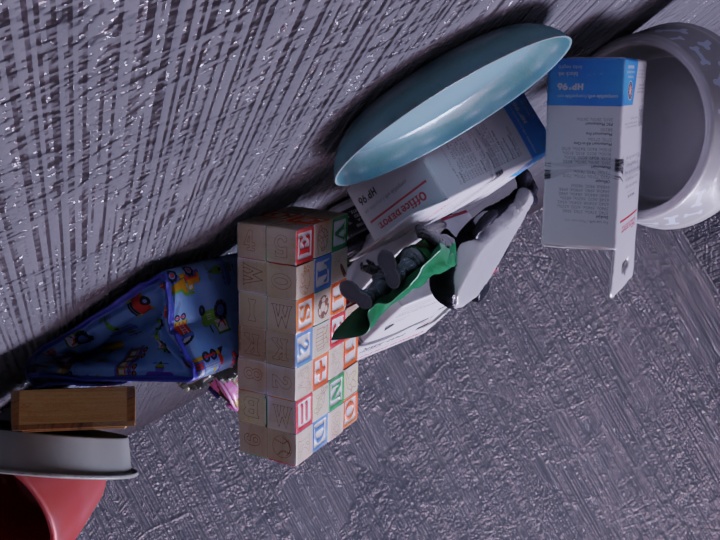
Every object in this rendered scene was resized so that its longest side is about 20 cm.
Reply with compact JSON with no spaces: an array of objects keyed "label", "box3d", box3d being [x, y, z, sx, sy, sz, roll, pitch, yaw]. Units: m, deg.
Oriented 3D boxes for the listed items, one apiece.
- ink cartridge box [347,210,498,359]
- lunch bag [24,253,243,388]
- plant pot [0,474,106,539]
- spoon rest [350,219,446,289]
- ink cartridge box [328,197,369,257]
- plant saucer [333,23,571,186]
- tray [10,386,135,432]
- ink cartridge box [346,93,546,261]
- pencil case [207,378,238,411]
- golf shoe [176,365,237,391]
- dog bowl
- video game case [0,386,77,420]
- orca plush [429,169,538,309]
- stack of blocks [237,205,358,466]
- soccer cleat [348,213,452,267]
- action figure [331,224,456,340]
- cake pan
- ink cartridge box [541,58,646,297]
[{"label":"ink cartridge box","box3d":[0.047,0.025,1.132,0.146,0.083,0.200,-19,164,-30]},{"label":"lunch bag","box3d":[-0.191,0.057,0.860,0.199,0.095,0.150,-16,180,29]},{"label":"plant pot","box3d":[-0.414,0.277,1.172,0.200,0.201,0.177,-31,-176,19]},{"label":"spoon rest","box3d":[0.000,0.000,0.966,0.199,0.061,0.099,-25,174,-8]},{"label":"ink cartridge box","box3d":[0.037,-0.067,1.071,0.197,0.044,0.200,-28,176,-17]},{"label":"plant saucer","box3d":[0.062,-0.125,0.707,0.199,0.028,0.200,-30,175,-3]},{"label":"tray","box3d":[-0.256,0.125,0.878,0.098,0.037,0.200,-1,173,-13]},{"label":"ink cartridge box","box3d":[0.070,-0.088,0.886,0.199,0.068,0.116,-27,175,-38]},{"label":"pencil case","box3d":[-0.107,0.091,1.216,0.200,0.083,0.087,-38,150,-21]},{"label":"golf shoe","box3d":[-0.133,0.065,0.964,0.199,0.089,0.077,-17,-178,43]},{"label":"dog bowl","box3d":[0.280,-0.138,0.931,0.058,0.202,0.200,-7,163,-36]},{"label":"video game case","box3d":[-0.284,0.108,1.080,0.180,0.026,0.200,-33,175,35]},{"label":"orca plush","box3d":[0.114,-0.042,0.997,0.201,0.071,0.106,-58,154,-24]},{"label":"stack of blocks","box3d":[-0.051,0.050,0.831,0.058,0.202,0.115,8,-164,26]},{"label":"soccer cleat","box3d":[0.033,-0.039,1.226,0.199,0.065,0.084,-25,-177,-33]},{"label":"action figure","box3d":[0.043,-0.003,0.850,0.118,0.055,0.200,-36,177,20]},{"label":"cake pan","box3d":[-0.306,0.165,0.899,0.198,0.037,0.200,6,172,1]},{"label":"ink cartridge box","box3d":[0.210,-0.087,0.864,0.067,0.202,0.116,5,-168,25]}]
